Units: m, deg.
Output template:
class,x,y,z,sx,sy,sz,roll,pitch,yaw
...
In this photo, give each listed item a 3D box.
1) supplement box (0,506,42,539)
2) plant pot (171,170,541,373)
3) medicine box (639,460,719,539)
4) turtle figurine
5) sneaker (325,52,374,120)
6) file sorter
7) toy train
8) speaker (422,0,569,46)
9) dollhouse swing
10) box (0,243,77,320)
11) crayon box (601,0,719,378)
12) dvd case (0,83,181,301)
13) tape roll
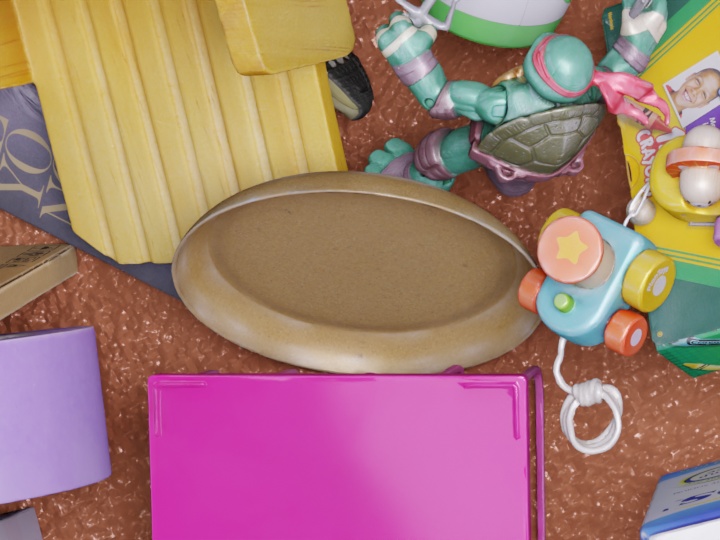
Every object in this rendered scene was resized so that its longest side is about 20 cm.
class,x,y,z,sx,sy,sz,roll,pitch,yaw
supplement box,-0.287,0.191,1.279,0.199,0.109,0.061,-15,89,10
plant pot,0.000,0.000,1.190,0.199,0.200,0.028,0,61,11
medicine box,0.245,0.142,1.129,0.181,0.200,0.103,-16,89,11
turtle figurine,0.078,-0.090,1.128,0.149,0.200,0.101,4,66,-17
sneaker,-0.085,-0.122,1.258,0.200,0.077,0.089,29,110,14
file sorter,0.000,0.120,1.213,0.199,0.125,0.140,-1,93,12
toy train,0.163,-0.001,1.084,0.200,0.056,0.151,-28,60,19
speaker,0.089,-0.222,1.165,0.088,0.088,0.201,19,121,9
dollhouse swing,-0.116,-0.077,1.150,0.199,0.182,0.177,-1,100,21
box,-0.262,0.014,1.221,0.163,0.200,0.021,-2,101,11
crayon box,0.201,-0.057,1.153,0.118,0.058,0.201,-18,63,24
dvd case,-0.154,-0.082,1.259,0.199,0.016,0.149,27,122,10
tape roll,-0.239,0.083,1.220,0.199,0.200,0.085,-6,90,11
